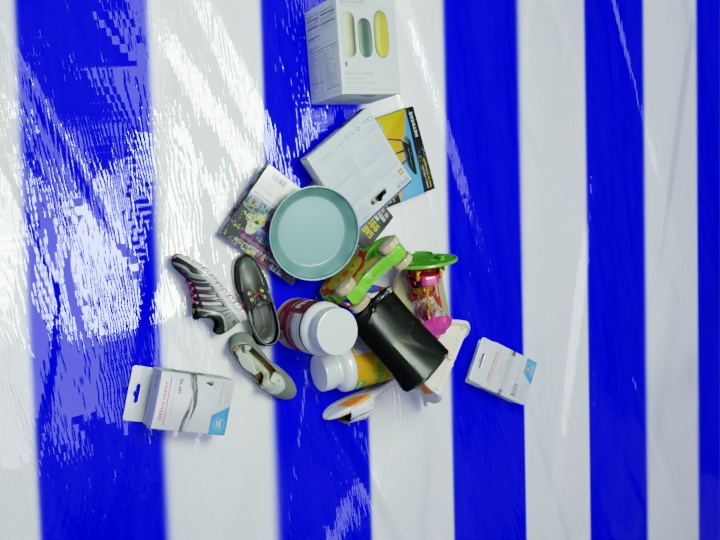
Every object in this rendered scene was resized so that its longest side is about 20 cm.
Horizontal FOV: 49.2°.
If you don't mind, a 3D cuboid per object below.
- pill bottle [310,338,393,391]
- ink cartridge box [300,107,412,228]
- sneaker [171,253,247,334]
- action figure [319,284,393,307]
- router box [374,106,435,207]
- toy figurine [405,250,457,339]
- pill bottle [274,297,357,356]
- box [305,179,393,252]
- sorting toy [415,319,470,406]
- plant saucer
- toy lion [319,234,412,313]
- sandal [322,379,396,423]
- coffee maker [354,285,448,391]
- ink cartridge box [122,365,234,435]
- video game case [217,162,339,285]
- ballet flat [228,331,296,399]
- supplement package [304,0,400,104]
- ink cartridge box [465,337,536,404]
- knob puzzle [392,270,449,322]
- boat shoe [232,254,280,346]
[{"bbox_3d":[-0.008,0.209,1.771,0.198,0.111,0.113,-11,97,-30],"label":"pill bottle"},{"bbox_3d":[-0.006,-0.222,1.741,0.199,0.040,0.201,-42,110,-23],"label":"ink cartridge box"},{"bbox_3d":[-0.322,0.054,1.599,0.088,0.074,0.200,-47,110,-15],"label":"sneaker"},{"bbox_3d":[-0.005,0.053,1.807,0.198,0.052,0.066,6,94,-29],"label":"action figure"},{"bbox_3d":[0.082,-0.265,1.842,0.148,0.051,0.203,-24,104,-27],"label":"router box"},{"bbox_3d":[0.146,0.062,1.780,0.148,0.200,0.187,-8,101,-10],"label":"toy figurine"},{"bbox_3d":[-0.095,0.120,1.664,0.113,0.199,0.116,-1,92,-31],"label":"pill bottle"},{"bbox_3d":[-0.039,-0.135,1.777,0.200,0.048,0.159,48,68,-23],"label":"box"},{"bbox_3d":[0.173,0.232,1.859,0.181,0.106,0.201,85,28,-54],"label":"sorting toy"},{"bbox_3d":[-0.100,-0.081,1.663,0.197,0.036,0.203,-5,105,-19],"label":"plant saucer"},{"bbox_3d":[0.000,0.000,1.678,0.200,0.192,0.069,-44,110,-2],"label":"toy lion"},{"bbox_3d":[0.010,0.309,1.805,0.205,0.079,0.060,-24,101,-30],"label":"sandal"},{"bbox_3d":[0.078,0.148,1.660,0.135,0.192,0.200,-44,90,-6],"label":"coffee maker"},{"bbox_3d":[-0.365,0.262,1.583,0.198,0.068,0.118,12,85,-30],"label":"ink cartridge box"},{"bbox_3d":[-0.173,-0.098,1.673,0.199,0.036,0.182,35,90,-23],"label":"video game case"},{"bbox_3d":[-0.211,0.217,1.672,0.067,0.064,0.201,-35,110,12],"label":"ballet flat"},{"bbox_3d":[-0.018,-0.476,1.718,0.150,0.150,0.203,-7,95,-30],"label":"supplement package"},{"bbox_3d":[0.345,0.252,2.001,0.199,0.068,0.117,27,78,-29],"label":"ink cartridge box"},{"bbox_3d":[0.131,0.070,1.883,0.218,0.030,0.223,6,81,-44],"label":"knob puzzle"},{"bbox_3d":[-0.218,0.063,1.670,0.073,0.063,0.204,-18,99,-26],"label":"boat shoe"}]
